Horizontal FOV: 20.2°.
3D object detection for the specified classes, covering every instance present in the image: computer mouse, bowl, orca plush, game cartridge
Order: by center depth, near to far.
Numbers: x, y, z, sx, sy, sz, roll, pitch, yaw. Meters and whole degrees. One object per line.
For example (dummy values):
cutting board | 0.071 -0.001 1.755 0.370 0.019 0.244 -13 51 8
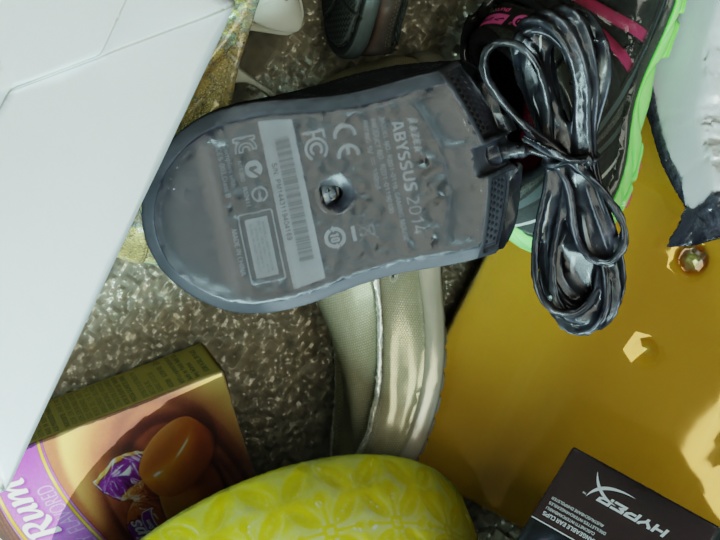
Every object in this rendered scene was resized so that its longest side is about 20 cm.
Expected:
computer mouse | 0.008 -0.034 0.847 0.198 0.053 0.140 -7 103 0
bowl | -0.021 0.183 0.873 0.199 0.108 0.201 -19 143 -15
orca plush | 0.173 -0.101 0.919 0.071 0.201 0.105 17 139 -42
game cartridge | 0.133 0.037 0.948 0.175 0.032 0.201 28 95 5

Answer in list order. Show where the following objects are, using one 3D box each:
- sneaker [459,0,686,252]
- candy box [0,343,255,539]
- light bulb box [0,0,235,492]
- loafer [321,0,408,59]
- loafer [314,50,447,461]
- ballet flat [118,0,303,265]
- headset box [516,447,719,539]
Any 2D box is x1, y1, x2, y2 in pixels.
sneaker | 0.091 -0.109 0.891 0.083 0.076 0.202 16 78 -42
candy box | -0.141 0.125 0.904 0.199 0.056 0.118 -21 108 -10
light bulb box | -0.159 -0.049 0.785 0.124 0.200 0.199 25 94 -18
loafer | 0.026 -0.191 0.882 0.062 0.072 0.202 2 99 -23
loafer | 0.000 0.000 0.914 0.068 0.076 0.202 4 91 -16
ballet flat | -0.061 -0.096 0.877 0.070 0.071 0.201 14 103 -19
headset box | 0.084 0.195 0.839 0.201 0.075 0.149 -58 150 -9
